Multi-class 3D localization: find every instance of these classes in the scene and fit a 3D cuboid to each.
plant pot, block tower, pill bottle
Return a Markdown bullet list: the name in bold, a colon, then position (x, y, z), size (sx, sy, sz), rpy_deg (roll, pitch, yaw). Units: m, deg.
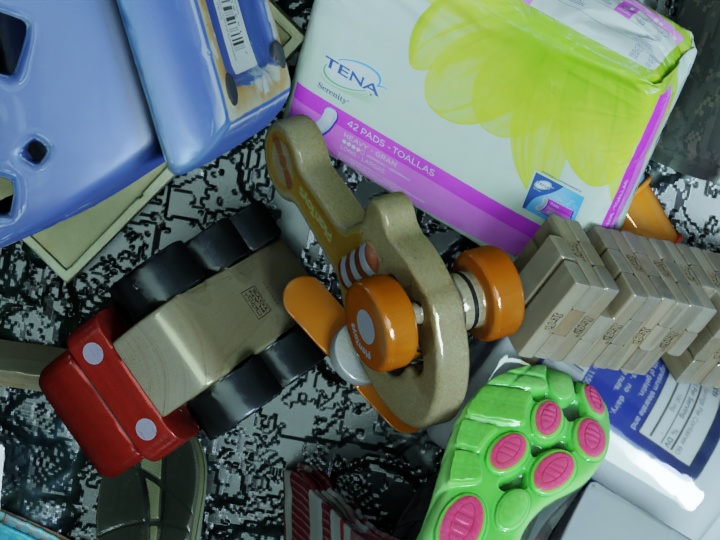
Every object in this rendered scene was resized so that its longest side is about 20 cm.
- **plant pot**: position (-0.148, -0.127, 0.971), size (0.179, 0.200, 0.201), rpy_deg (-14, 99, 13)
- **block tower**: position (0.163, 0.021, 1.013), size (0.199, 0.054, 0.058), rpy_deg (12, 128, -37)
- **pill bottle**: position (0.148, 0.099, 1.066), size (0.200, 0.120, 0.120), rpy_deg (35, 98, -2)

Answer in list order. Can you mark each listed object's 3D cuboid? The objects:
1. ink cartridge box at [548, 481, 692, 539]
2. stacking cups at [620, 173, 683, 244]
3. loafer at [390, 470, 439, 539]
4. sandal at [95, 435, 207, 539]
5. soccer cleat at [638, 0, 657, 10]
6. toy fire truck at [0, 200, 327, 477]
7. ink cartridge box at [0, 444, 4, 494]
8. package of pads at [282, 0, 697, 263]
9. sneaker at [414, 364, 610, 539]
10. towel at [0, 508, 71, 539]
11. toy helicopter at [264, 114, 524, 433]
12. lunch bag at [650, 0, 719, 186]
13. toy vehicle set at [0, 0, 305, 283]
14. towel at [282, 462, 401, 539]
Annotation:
- **ink cartridge box**: position (0.101, 0.209, 1.034), size (0.068, 0.200, 0.116), rpy_deg (30, 61, 4)
- **stacking cups**: position (0.129, -0.057, 1.083), size (0.060, 0.061, 0.201), rpy_deg (-29, 100, 6)
- **loafer**: position (0.017, 0.204, 1.088), size (0.073, 0.072, 0.201), rpy_deg (26, 119, 10)
- **sandal**: position (-0.127, 0.189, 1.112), size (0.079, 0.057, 0.202), rpy_deg (12, 76, 13)
- **soccer cleat**: position (0.107, -0.194, 1.056), size (0.073, 0.068, 0.201), rpy_deg (-24, 92, 5)
- **toy fire truck**: position (-0.133, 0.051, 1.055), size (0.200, 0.176, 0.129), rpy_deg (-35, 90, 22)
- **ink cartridge box**: position (-0.310, 0.164, 1.117), size (0.199, 0.057, 0.163), rpy_deg (5, 97, -4)
- **package of pads**: position (0.063, -0.101, 1.014), size (0.199, 0.068, 0.155), rpy_deg (30, 131, 14)
- **sneaker**: position (0.060, 0.128, 0.951), size (0.077, 0.084, 0.200), rpy_deg (32, 59, 5)
- **towel**: position (-0.269, 0.195, 1.146), size (0.199, 0.022, 0.147), rpy_deg (26, 97, -1)
- **toy helicopter**: position (0.000, 0.000, 1.006), size (0.079, 0.133, 0.200), rpy_deg (-15, 53, -24)
- **lunch bag**: position (0.272, -0.107, 1.031), size (0.199, 0.118, 0.165), rpy_deg (15, 98, -23)
- **toy vehicle set**: position (-0.143, -0.106, 1.098), size (0.200, 0.027, 0.124), rpy_deg (-44, 94, 7)
- **towel**: position (-0.011, 0.194, 1.049), size (0.023, 0.200, 0.145), rpy_deg (-2, 97, -15)
